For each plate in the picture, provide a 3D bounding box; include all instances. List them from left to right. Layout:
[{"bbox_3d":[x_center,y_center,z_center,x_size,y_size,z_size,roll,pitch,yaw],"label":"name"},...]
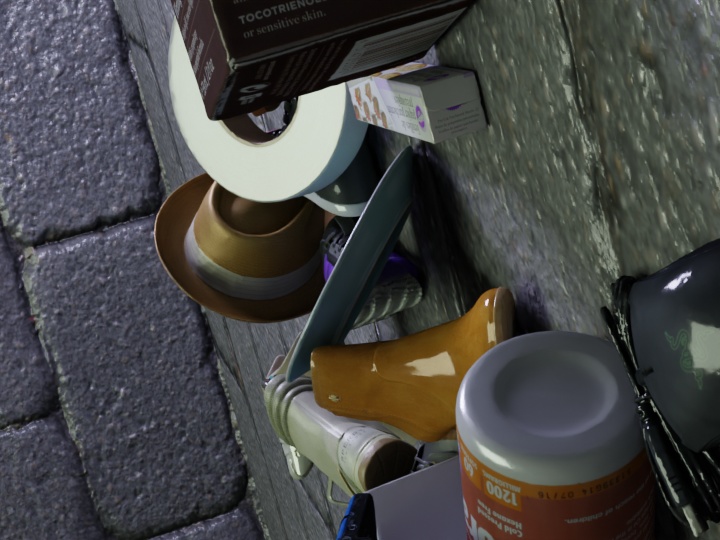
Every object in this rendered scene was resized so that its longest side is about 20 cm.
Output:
[{"bbox_3d":[0.000,0.000,1.173,0.025,0.202,0.200,28,161,4],"label":"plate"}]

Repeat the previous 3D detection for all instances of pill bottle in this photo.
[{"bbox_3d":[0.116,0.144,0.898,0.113,0.111,0.202,-122,19,-50],"label":"pill bottle"}]

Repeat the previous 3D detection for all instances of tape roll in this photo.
[{"bbox_3d":[-0.078,-0.158,1.275,0.201,0.037,0.206,12,109,36],"label":"tape roll"}]

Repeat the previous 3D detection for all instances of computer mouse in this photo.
[{"bbox_3d":[0.153,0.049,0.727,0.200,0.052,0.140,110,142,-72],"label":"computer mouse"}]

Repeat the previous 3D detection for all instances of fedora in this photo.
[{"bbox_3d":[-0.092,-0.046,1.440,0.202,0.198,0.082,65,150,31],"label":"fedora"}]

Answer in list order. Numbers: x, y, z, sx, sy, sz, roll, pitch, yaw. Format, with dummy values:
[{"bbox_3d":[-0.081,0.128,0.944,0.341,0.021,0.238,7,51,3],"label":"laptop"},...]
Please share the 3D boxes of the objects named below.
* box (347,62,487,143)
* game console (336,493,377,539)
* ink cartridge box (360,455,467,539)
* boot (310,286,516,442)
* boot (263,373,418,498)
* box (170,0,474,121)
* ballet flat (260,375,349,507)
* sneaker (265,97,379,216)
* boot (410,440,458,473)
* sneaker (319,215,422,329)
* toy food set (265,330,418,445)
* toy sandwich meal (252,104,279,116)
[{"bbox_3d":[0.034,-0.120,1.075,0.200,0.041,0.039,-144,37,-73],"label":"box"},{"bbox_3d":[0.049,0.248,0.930,0.171,0.117,0.203,-56,-38,-80],"label":"game console"},{"bbox_3d":[0.098,0.242,1.050,0.147,0.144,0.201,89,160,-55],"label":"ink cartridge box"},{"bbox_3d":[0.035,0.068,1.079,0.202,0.142,0.072,86,-167,-61],"label":"boot"},{"bbox_3d":[0.008,0.169,1.352,0.154,0.072,0.200,30,168,40],"label":"boot"},{"bbox_3d":[-0.044,-0.223,0.972,0.166,0.162,0.202,148,104,-78],"label":"box"},{"bbox_3d":[-0.018,0.176,1.434,0.198,0.076,0.068,30,174,-6],"label":"ballet flat"},{"bbox_3d":[-0.054,-0.121,1.357,0.199,0.070,0.100,24,130,46],"label":"sneaker"},{"bbox_3d":[0.044,0.169,1.220,0.077,0.137,0.203,167,86,-79],"label":"boot"},{"bbox_3d":[-0.002,-0.005,1.352,0.200,0.069,0.101,138,116,-77],"label":"sneaker"},{"bbox_3d":[-0.010,0.109,1.473,0.142,0.061,0.200,29,169,-3],"label":"toy food set"},{"bbox_3d":[-0.099,-0.239,1.421,0.206,0.069,0.207,52,-151,-44],"label":"toy sandwich meal"}]
